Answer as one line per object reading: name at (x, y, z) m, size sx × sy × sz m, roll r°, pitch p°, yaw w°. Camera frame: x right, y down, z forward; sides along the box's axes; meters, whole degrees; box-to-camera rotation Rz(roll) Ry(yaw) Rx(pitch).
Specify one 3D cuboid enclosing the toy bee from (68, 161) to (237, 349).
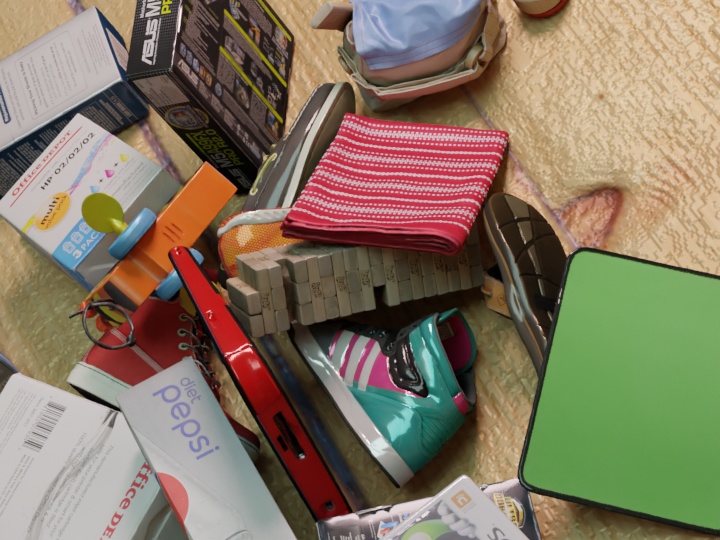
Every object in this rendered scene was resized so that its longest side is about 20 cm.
toy bee at (-0.183, -0.003, 1.697) m, size 0.131 × 0.200 × 0.109 m, roll 58°, pitch 140°, yaw 5°

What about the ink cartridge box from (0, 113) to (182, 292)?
ink cartridge box at (-0.234, -0.057, 1.824) m, size 0.115 × 0.068 × 0.200 m, roll -49°, pitch 39°, yaw -8°

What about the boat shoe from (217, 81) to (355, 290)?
boat shoe at (-0.061, -0.071, 1.773) m, size 0.061 × 0.072 × 0.201 m, roll 12°, pitch 71°, yaw 26°

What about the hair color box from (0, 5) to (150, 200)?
hair color box at (-0.299, -0.143, 1.937) m, size 0.200 × 0.061 × 0.100 m, roll -29°, pitch 54°, yaw 8°

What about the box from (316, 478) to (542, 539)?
box at (0.064, 0.256, 1.516) m, size 0.159 × 0.046 × 0.200 m, roll -12°, pitch 57°, yaw -3°

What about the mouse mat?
mouse mat at (0.211, 0.085, 1.556) m, size 0.161 × 0.008 × 0.200 m, roll 13°, pitch 66°, yaw 6°

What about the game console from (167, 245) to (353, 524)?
game console at (-0.076, 0.093, 1.594) m, size 0.031 × 0.200 × 0.177 m, roll -32°, pitch 41°, yaw -7°

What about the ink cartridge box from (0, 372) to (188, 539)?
ink cartridge box at (-0.222, 0.184, 1.693) m, size 0.200 × 0.084 × 0.145 m, roll 17°, pitch 69°, yaw 37°

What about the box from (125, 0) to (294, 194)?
box at (-0.122, -0.179, 1.785) m, size 0.044 × 0.200 × 0.160 m, roll -8°, pitch 61°, yaw 22°

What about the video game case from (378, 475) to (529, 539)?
video game case at (0.056, 0.262, 1.471) m, size 0.200 × 0.023 × 0.182 m, roll -36°, pitch 61°, yaw -16°

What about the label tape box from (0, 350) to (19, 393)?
label tape box at (-0.407, 0.112, 1.845) m, size 0.200 × 0.066 × 0.143 m, roll -46°, pitch 53°, yaw -1°

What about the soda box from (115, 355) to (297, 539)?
soda box at (-0.104, 0.165, 1.562) m, size 0.068 × 0.063 × 0.200 m, roll -28°, pitch 60°, yaw -8°

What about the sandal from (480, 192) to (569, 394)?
sandal at (0.128, 0.027, 1.638) m, size 0.055 × 0.082 × 0.200 m, roll -35°, pitch 58°, yaw 32°

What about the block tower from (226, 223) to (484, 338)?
block tower at (0.000, 0.000, 1.647) m, size 0.200 × 0.054 × 0.058 m, roll -14°, pitch 18°, yaw -18°

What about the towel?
towel at (0.030, -0.071, 1.679) m, size 0.145 × 0.022 × 0.200 m, roll 7°, pitch 31°, yaw 13°

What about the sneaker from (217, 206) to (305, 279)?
sneaker at (-0.014, -0.021, 1.707) m, size 0.200 × 0.073 × 0.077 m, roll -11°, pitch 87°, yaw -10°

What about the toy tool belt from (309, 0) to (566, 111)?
toy tool belt at (0.066, -0.222, 1.765) m, size 0.200 × 0.123 × 0.125 m, roll -27°, pitch 55°, yaw 10°

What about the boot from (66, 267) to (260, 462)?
boot at (-0.132, 0.071, 1.732) m, size 0.200 × 0.072 × 0.144 m, roll 25°, pitch 74°, yaw 38°

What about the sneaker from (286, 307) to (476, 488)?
sneaker at (0.025, 0.063, 1.650) m, size 0.121 × 0.084 × 0.200 m, roll -36°, pitch 50°, yaw 0°
